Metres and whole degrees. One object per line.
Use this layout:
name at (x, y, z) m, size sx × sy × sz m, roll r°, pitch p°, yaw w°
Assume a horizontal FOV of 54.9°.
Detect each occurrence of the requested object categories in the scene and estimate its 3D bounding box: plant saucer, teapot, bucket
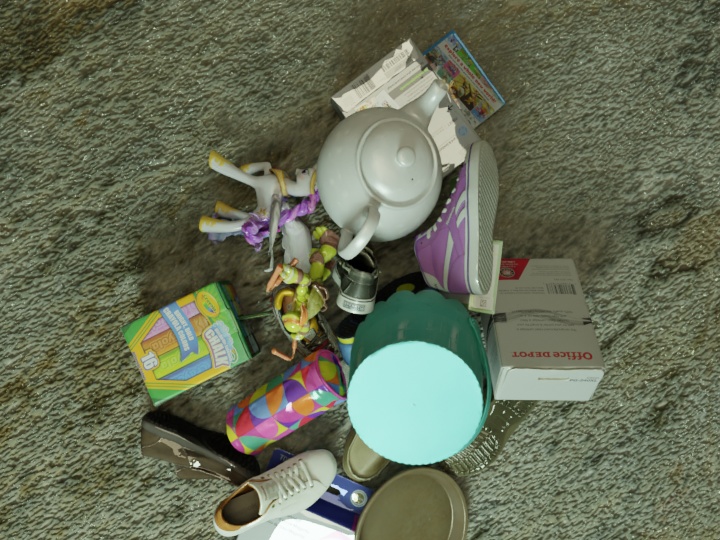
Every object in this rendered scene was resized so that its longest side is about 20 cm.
plant saucer at (0.074, 0.389, 1.036) m, size 0.196 × 0.029 × 0.205 m, roll -3°, pitch 97°, yaw -26°
teapot at (0.035, -0.134, 0.948) m, size 0.193 × 0.146 × 0.205 m, roll -15°, pitch 91°, yaw -19°
bucket at (0.074, 0.145, 0.924) m, size 0.202 × 0.135 × 0.212 m, roll 2°, pitch 112°, yaw 6°

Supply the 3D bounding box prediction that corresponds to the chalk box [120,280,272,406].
chalk box at (-0.225, 0.092, 1.023) m, size 0.197 × 0.125 × 0.126 m, roll -26°, pitch 90°, yaw -3°

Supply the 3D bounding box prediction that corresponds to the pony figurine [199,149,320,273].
pony figurine at (-0.135, -0.085, 1.030) m, size 0.195 × 0.166 × 0.198 m, roll 5°, pitch 80°, yaw 14°

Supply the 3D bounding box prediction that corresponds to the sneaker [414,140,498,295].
sneaker at (0.122, -0.073, 0.936) m, size 0.112 × 0.072 × 0.206 m, roll 5°, pitch 88°, yaw 36°

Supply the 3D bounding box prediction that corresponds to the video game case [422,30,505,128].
video game case at (0.110, -0.260, 1.093) m, size 0.199 × 0.018 × 0.144 m, roll -38°, pitch 89°, yaw -2°

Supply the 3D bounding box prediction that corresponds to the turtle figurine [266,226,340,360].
turtle figurine at (-0.070, 0.021, 0.938) m, size 0.063 × 0.202 × 0.163 m, roll 12°, pitch 51°, yaw 13°

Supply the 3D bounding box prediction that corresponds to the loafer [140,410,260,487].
loafer at (-0.245, 0.282, 1.050) m, size 0.197 × 0.073 × 0.072 m, roll 25°, pitch 99°, yaw 3°

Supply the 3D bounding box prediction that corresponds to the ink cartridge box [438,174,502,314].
ink cartridge box at (0.164, -0.043, 1.024) m, size 0.047 × 0.145 × 0.205 m, roll 9°, pitch 88°, yaw -11°

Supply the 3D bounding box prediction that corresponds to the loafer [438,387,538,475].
loafer at (0.195, 0.231, 1.056) m, size 0.076 × 0.068 × 0.200 m, roll 42°, pitch 104°, yaw -3°

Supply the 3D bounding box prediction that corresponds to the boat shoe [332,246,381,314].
boat shoe at (0.000, 0.000, 0.991) m, size 0.069 × 0.200 × 0.065 m, roll 11°, pitch 105°, yaw -7°

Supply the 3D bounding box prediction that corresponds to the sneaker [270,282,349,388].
sneaker at (-0.073, 0.108, 1.046) m, size 0.077 × 0.082 × 0.201 m, roll -38°, pitch 91°, yaw -3°

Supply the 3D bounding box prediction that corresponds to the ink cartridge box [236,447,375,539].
ink cartridge box at (-0.083, 0.401, 1.048) m, size 0.193 × 0.043 × 0.204 m, roll 22°, pitch 97°, yaw 0°

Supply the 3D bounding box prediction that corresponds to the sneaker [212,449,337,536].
sneaker at (-0.115, 0.317, 0.989) m, size 0.197 × 0.085 × 0.074 m, roll -26°, pitch 73°, yaw -22°

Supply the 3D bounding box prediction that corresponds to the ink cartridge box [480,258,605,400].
ink cartridge box at (0.253, 0.083, 1.002) m, size 0.141 × 0.084 × 0.203 m, roll 1°, pitch 48°, yaw -2°

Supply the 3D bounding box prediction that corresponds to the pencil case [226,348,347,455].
pencil case at (-0.108, 0.194, 1.013) m, size 0.198 × 0.088 × 0.089 m, roll -34°, pitch 89°, yaw 23°

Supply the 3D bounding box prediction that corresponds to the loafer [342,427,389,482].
loafer at (0.039, 0.234, 1.053) m, size 0.075 × 0.067 × 0.202 m, roll 33°, pitch 88°, yaw 0°

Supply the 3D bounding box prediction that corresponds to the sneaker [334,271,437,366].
sneaker at (0.048, 0.076, 1.056) m, size 0.199 × 0.065 × 0.080 m, roll -36°, pitch 121°, yaw -23°

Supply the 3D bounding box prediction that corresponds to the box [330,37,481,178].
box at (0.071, -0.224, 1.062) m, size 0.155 × 0.041 × 0.202 m, roll -36°, pitch 89°, yaw -1°
